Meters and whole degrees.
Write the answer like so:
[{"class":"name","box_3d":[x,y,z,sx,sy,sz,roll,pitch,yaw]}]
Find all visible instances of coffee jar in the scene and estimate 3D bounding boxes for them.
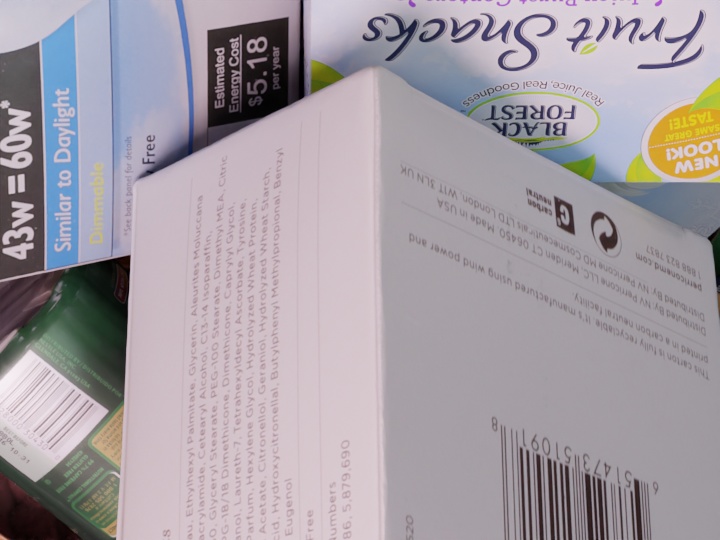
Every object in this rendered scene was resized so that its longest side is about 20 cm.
[{"class":"coffee jar","box_3d":[-0.069,0.081,0.881,0.085,0.104,0.200,-44,107,8]}]

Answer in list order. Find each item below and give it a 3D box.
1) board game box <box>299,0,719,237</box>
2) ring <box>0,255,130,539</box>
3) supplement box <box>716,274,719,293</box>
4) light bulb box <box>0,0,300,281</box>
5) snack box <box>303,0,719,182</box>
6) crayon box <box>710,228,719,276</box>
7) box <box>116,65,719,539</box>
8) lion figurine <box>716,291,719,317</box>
[{"class":"board game box","box_3d":[0.100,-0.099,0.889,0.199,0.041,0.200,31,120,-26]},{"class":"ring","box_3d":[-0.112,0.062,0.933,0.199,0.019,0.202,-2,104,-9]},{"class":"supplement box","box_3d":[0.188,0.140,1.031,0.134,0.199,0.201,-13,134,-57]},{"class":"light bulb box","box_3d":[-0.136,-0.110,0.827,0.199,0.125,0.200,-13,117,-30]},{"class":"snack box","box_3d":[0.063,-0.128,0.795,0.167,0.068,0.201,-1,129,-2]},{"class":"crayon box","box_3d":[0.243,0.071,1.143,0.199,0.051,0.127,25,109,-13]},{"class":"box","box_3d":[0.027,0.065,0.798,0.198,0.130,0.201,23,56,-42]},{"class":"lion figurine","box_3d":[0.105,0.043,0.936,0.072,0.123,0.200,-24,162,-49]}]
